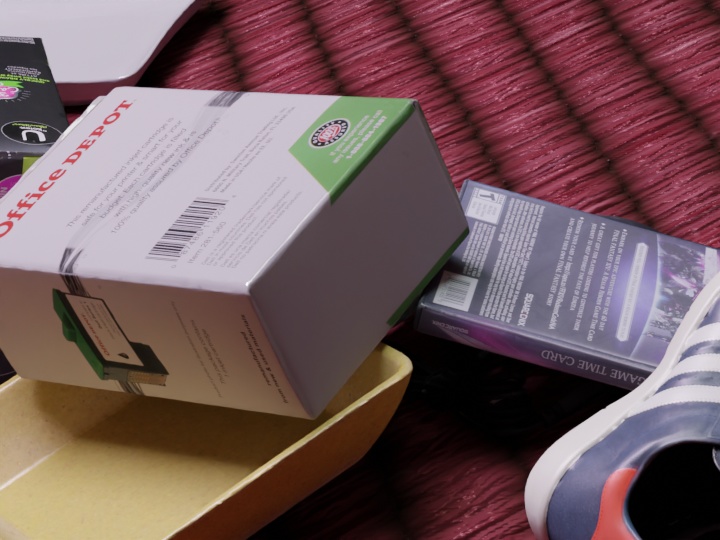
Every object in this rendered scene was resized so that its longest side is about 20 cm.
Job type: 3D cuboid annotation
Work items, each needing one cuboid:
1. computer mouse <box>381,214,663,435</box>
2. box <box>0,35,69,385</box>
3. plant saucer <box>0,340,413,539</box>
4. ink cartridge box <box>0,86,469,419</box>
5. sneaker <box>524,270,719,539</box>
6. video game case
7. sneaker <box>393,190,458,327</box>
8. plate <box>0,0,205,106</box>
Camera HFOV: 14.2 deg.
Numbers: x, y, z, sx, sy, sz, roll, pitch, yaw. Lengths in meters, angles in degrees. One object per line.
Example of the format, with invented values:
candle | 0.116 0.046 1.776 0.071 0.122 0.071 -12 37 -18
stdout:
computer mouse | 0.105 0.019 1.470 0.200 0.046 0.140 -26 26 -28
box | -0.227 -0.032 1.571 0.124 0.149 0.200 2 21 -13
plant saucer | -0.095 0.085 1.380 0.200 0.049 0.200 -34 31 -19
ink cartridge box | -0.073 -0.013 1.389 0.200 0.084 0.146 6 42 41
sneaker | 0.168 0.066 1.284 0.200 0.075 0.084 -46 40 -13
video game case | 0.134 0.017 1.412 0.200 0.019 0.143 16 29 4
sneaker | 0.000 0.000 1.528 0.118 0.074 0.200 -36 -4 15
plate | -0.213 -0.154 1.997 0.199 0.032 0.200 -3 26 19
